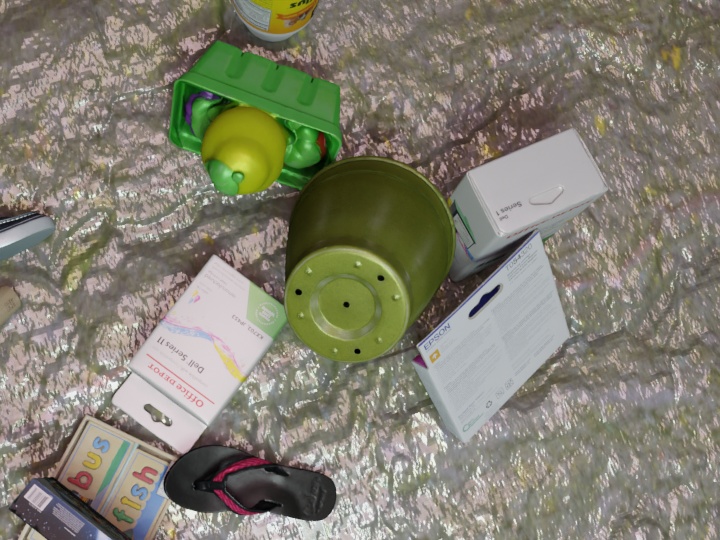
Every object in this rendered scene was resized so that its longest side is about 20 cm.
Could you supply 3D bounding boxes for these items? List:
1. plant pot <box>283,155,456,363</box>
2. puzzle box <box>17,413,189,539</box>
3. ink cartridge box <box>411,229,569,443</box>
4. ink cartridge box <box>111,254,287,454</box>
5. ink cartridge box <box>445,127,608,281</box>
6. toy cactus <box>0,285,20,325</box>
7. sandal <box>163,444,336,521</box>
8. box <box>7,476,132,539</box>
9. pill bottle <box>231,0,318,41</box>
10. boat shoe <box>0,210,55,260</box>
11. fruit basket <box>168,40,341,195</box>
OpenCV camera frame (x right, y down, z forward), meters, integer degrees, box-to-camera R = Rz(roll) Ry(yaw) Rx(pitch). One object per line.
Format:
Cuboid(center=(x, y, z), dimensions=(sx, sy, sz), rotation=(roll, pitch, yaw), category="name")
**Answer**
Cuboid(center=(0.000, 0.000, 0.981), dimensions=(0.199, 0.193, 0.201), rotation=(3, 114, 7), category="plant pot")
Cuboid(center=(-0.292, 0.276, 1.001), dimensions=(0.133, 0.025, 0.201), rotation=(26, 75, -4), category="puzzle box")
Cuboid(center=(0.150, 0.074, 1.051), dimensions=(0.196, 0.200, 0.043), rotation=(-42, 44, -15), category="ink cartridge box")
Cuboid(center=(-0.183, 0.098, 1.035), dimensions=(0.117, 0.067, 0.200), rotation=(36, 75, -2), category="ink cartridge box")
Cuboid(center=(0.177, -0.072, 1.065), dimensions=(0.144, 0.200, 0.084), rotation=(-24, 80, -14), category="ink cartridge box")
Cuboid(center=(-0.438, 0.069, 0.971), dimensions=(0.165, 0.102, 0.201), rotation=(-44, 116, -40), category="toy cactus")
Cuboid(center=(-0.119, 0.242, 1.017), dimensions=(0.199, 0.045, 0.076), rotation=(11, 82, -15), category="sandal")
Cuboid(center=(-0.257, 0.286, 0.921), dimensions=(0.200, 0.137, 0.038), rotation=(39, 73, -1), category="box")
Cuboid(center=(-0.097, -0.351, 1.073), dimensions=(0.109, 0.200, 0.110), rotation=(2, 78, -10), category="pill bottle")
Cuboid(center=(-0.452, -0.047, 1.013), dimensions=(0.199, 0.071, 0.091), rotation=(-22, 87, -12), category="boat shoe")
Cuboid(center=(-0.127, -0.147, 1.048), dimensions=(0.214, 0.156, 0.217), rotation=(6, 63, -13), category="fruit basket")
